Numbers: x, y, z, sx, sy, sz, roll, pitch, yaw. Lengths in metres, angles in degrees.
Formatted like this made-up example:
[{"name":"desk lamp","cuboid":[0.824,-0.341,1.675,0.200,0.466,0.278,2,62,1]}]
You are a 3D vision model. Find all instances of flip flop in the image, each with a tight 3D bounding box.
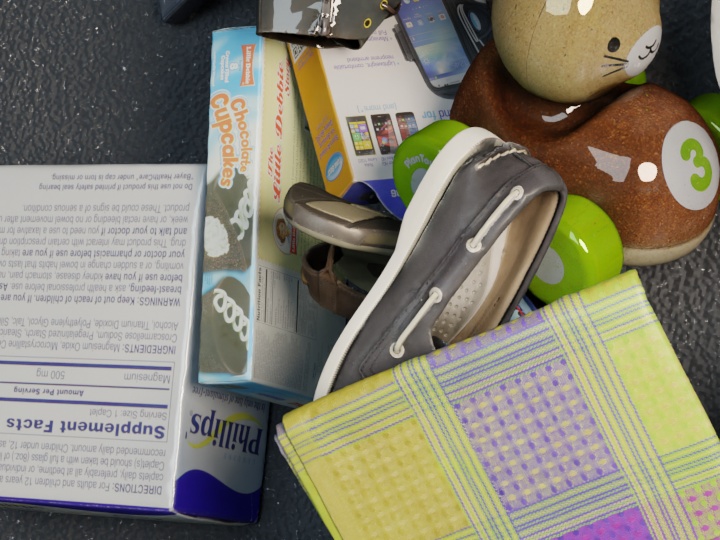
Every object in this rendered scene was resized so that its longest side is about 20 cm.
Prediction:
[{"name":"flip flop","cuboid":[0.000,0.000,1.181,0.081,0.200,0.058,22,83,9]}]

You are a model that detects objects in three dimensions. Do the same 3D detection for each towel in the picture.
[{"name":"towel","cuboid":[0.069,0.096,1.033,0.199,0.023,0.144,-25,101,17]}]

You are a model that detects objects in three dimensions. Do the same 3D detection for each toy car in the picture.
[{"name":"toy car","cuboid":[0.124,-0.114,1.111,0.157,0.164,0.201,33,135,27]}]

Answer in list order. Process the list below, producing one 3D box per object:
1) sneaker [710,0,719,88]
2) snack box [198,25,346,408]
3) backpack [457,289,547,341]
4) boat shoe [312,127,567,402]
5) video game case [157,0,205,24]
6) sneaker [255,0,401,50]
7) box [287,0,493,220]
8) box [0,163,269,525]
[{"name":"sneaker","cuboid":[0.239,-0.170,1.092,0.082,0.074,0.202,15,86,55]},{"name":"snack box","cuboid":[-0.047,-0.028,1.255,0.037,0.116,0.202,-3,79,25]},{"name":"backpack","cuboid":[0.059,0.115,1.155,0.200,0.134,0.183,-49,44,19]},{"name":"boat shoe","cuboid":[0.038,0.032,1.064,0.060,0.074,0.201,30,97,36]},{"name":"video game case","cuboid":[-0.080,-0.256,1.314,0.200,0.019,0.144,-34,62,52]},{"name":"sneaker","cuboid":[0.030,-0.174,1.199,0.198,0.075,0.107,-2,89,-16]},{"name":"box","cuboid":[0.022,-0.116,1.240,0.041,0.118,0.202,-41,59,58]},{"name":"box","cuboid":[-0.153,0.044,1.300,0.182,0.105,0.202,1,80,26]}]
